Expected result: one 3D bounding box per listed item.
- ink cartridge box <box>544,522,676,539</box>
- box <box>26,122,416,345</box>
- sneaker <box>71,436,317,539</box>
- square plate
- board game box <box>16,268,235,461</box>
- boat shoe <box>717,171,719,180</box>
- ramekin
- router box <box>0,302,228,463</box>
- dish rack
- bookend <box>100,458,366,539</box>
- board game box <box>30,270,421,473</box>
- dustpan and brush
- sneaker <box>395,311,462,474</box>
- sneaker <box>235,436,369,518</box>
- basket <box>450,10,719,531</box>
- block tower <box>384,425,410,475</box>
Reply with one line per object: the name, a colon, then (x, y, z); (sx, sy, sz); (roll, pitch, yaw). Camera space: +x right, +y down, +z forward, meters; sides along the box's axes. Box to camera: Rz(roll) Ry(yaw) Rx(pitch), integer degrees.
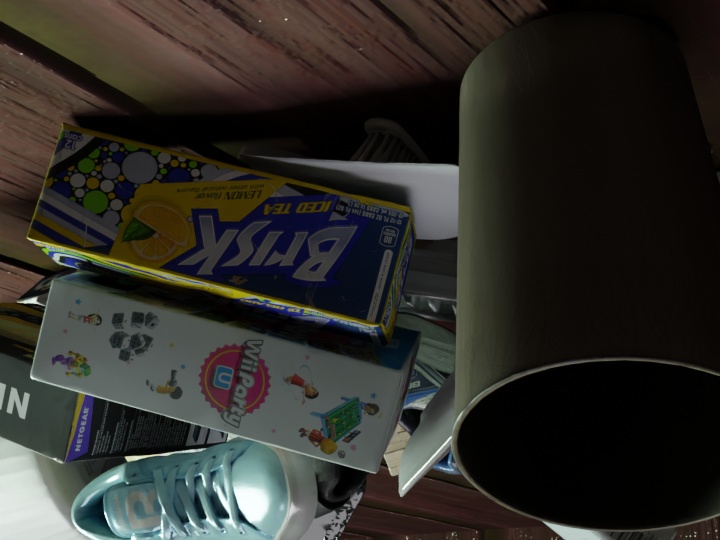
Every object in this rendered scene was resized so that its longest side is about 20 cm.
ink cartridge box: (0.142, 0.182, 1.165); (0.160, 0.047, 0.200); (38, 161, 3)
box: (-0.073, -0.018, 0.813); (0.199, 0.070, 0.064); (14, 169, 8)
sneaker: (-0.105, 0.142, 0.882); (0.082, 0.074, 0.200); (-10, 172, -40)
square plate: (0.107, 0.026, 0.873); (0.198, 0.028, 0.200); (-40, 168, -41)
board game box: (-0.149, 0.082, 1.091); (0.135, 0.200, 0.035); (-14, -156, 41)
boat shoe: (0.213, -0.012, 0.950); (0.073, 0.067, 0.200); (9, 162, -33)
ramekin: (-0.263, 0.143, 1.232); (0.097, 0.201, 0.200); (-14, 161, 17)
router box: (-0.204, 0.068, 0.966); (0.200, 0.052, 0.157); (16, -173, 31)
dish rack: (0.000, 0.000, 0.950); (0.199, 0.044, 0.172); (9, 174, 6)
bookend: (-0.096, 0.130, 1.267); (0.200, 0.092, 0.199); (24, -156, -8)
board game box: (-0.071, 0.050, 0.869); (0.199, 0.064, 0.148); (15, -173, 4)
dustpan and brush: (0.034, -0.048, 0.860); (0.139, 0.057, 0.200); (5, 162, 26)
sneaker: (0.076, 0.102, 0.994); (0.200, 0.085, 0.077); (21, 153, -20)
sneaker: (-0.032, 0.079, 1.034); (0.112, 0.201, 0.073); (-19, 150, 32)
basket: (0.107, -0.007, 0.674); (0.136, 0.201, 0.180); (-19, 145, 24)
block tower: (0.024, 0.077, 1.124); (0.058, 0.054, 0.200); (-18, 135, 4)
